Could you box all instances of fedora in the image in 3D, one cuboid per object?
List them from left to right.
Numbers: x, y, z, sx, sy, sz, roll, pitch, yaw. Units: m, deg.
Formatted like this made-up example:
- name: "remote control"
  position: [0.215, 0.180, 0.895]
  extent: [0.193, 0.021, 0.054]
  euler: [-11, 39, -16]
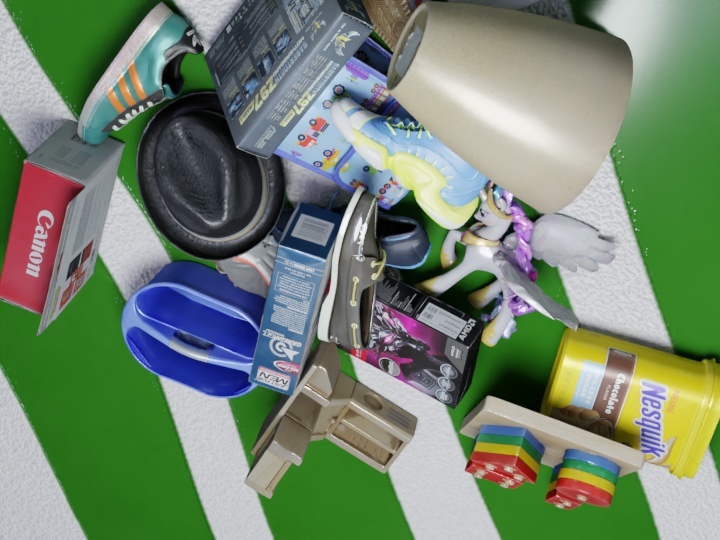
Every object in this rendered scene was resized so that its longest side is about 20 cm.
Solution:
- name: "fedora"
  position: [-0.183, -0.112, 1.385]
  extent: [0.197, 0.092, 0.204]
  euler: [0, 90, 8]

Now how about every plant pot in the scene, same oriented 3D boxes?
- name: "plant pot"
  position: [0.132, -0.179, 1.166]
  extent: [0.198, 0.188, 0.189]
  euler: [21, 121, -17]

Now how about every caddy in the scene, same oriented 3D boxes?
- name: "caddy"
  position: [-0.206, 0.080, 1.520]
  extent: [0.197, 0.105, 0.143]
  euler: [22, 119, 1]

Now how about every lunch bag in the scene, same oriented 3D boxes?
- name: "lunch bag"
  position: [0.012, -0.167, 1.370]
  extent: [0.198, 0.095, 0.151]
  euler: [30, 121, -19]

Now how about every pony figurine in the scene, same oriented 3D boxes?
- name: "pony figurine"
  position: [0.175, -0.003, 1.386]
  extent: [0.192, 0.167, 0.201]
  euler: [33, 135, 2]

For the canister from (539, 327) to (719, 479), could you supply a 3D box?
- name: "canister"
  position: [0.331, 0.160, 1.460]
  extent: [0.197, 0.087, 0.150]
  euler: [15, 120, 6]

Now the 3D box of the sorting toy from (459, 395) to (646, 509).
- name: "sorting toy"
  position: [0.223, 0.235, 1.462]
  extent: [0.197, 0.070, 0.199]
  euler: [20, 164, 2]

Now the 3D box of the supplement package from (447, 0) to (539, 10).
- name: "supplement package"
  position: [0.121, -0.368, 1.209]
  extent: [0.118, 0.122, 0.202]
  euler: [-20, 111, 21]

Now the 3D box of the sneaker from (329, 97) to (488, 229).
- name: "sneaker"
  position: [0.063, -0.142, 1.298]
  extent: [0.199, 0.076, 0.105]
  euler: [40, 100, -17]

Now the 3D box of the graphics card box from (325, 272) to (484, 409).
- name: "graphics card box"
  position: [0.048, 0.074, 1.447]
  extent: [0.198, 0.051, 0.126]
  euler: [26, 140, 16]

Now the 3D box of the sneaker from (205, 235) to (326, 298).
- name: "sneaker"
  position: [-0.125, -0.004, 1.495]
  extent: [0.199, 0.077, 0.082]
  euler: [40, 145, -9]

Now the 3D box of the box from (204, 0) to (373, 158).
- name: "box"
  position: [-0.083, -0.248, 1.299]
  extent: [0.051, 0.159, 0.200]
  euler: [16, 128, -39]

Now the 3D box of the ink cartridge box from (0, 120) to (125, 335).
- name: "ink cartridge box"
  position: [-0.374, -0.052, 1.449]
  extent: [0.083, 0.176, 0.202]
  euler: [21, 119, 0]

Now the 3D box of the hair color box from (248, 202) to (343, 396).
- name: "hair color box"
  position: [-0.075, 0.034, 1.383]
  extent: [0.060, 0.100, 0.202]
  euler: [17, 124, 3]

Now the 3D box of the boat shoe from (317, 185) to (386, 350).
- name: "boat shoe"
  position: [0.000, 0.000, 1.354]
  extent: [0.060, 0.072, 0.204]
  euler: [19, 123, 12]

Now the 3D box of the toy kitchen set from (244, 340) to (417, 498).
- name: "toy kitchen set"
  position: [-0.015, 0.194, 1.485]
  extent: [0.179, 0.201, 0.164]
  euler: [32, 120, -6]

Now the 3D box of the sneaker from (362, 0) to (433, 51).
- name: "sneaker"
  position: [0.072, -0.278, 1.305]
  extent: [0.071, 0.112, 0.202]
  euler: [-41, 72, 37]

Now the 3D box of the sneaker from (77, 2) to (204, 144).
- name: "sneaker"
  position: [-0.260, -0.213, 1.400]
  extent: [0.080, 0.072, 0.200]
  euler: [39, 117, -5]

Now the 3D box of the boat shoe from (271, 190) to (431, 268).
- name: "boat shoe"
  position: [-0.012, -0.057, 1.419]
  extent: [0.197, 0.085, 0.069]
  euler: [3, 145, 12]
